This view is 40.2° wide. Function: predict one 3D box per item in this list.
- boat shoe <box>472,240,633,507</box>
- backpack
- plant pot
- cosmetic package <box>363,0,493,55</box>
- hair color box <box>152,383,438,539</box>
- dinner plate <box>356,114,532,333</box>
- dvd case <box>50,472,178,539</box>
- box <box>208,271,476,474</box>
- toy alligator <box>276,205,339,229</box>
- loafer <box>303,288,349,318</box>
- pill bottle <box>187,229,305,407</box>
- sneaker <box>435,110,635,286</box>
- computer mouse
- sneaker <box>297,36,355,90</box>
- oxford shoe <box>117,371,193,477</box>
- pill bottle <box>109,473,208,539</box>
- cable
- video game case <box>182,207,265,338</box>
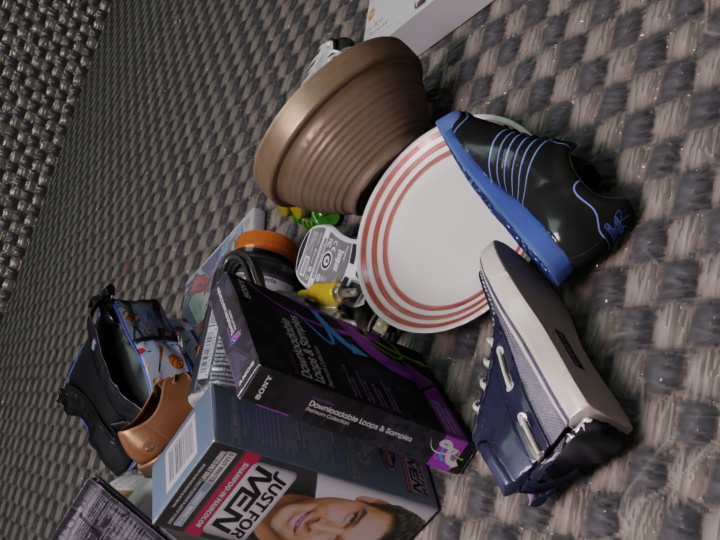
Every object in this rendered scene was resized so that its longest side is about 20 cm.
[{"bbox_3d":[0.106,0.068,0.690,0.093,0.075,0.200,-47,34,22],"label":"boat shoe"},{"bbox_3d":[-0.270,0.151,1.215,0.191,0.153,0.200,59,134,39],"label":"backpack"},{"bbox_3d":[0.001,-0.119,0.954,0.093,0.201,0.201,48,121,15],"label":"plant pot"},{"bbox_3d":[0.077,-0.290,1.032,0.200,0.050,0.083,-27,47,52],"label":"cosmetic package"},{"bbox_3d":[-0.050,0.169,0.765,0.099,0.199,0.061,-53,31,27],"label":"hair color box"},{"bbox_3d":[0.078,-0.039,0.839,0.200,0.024,0.201,-23,54,35],"label":"dinner plate"},{"bbox_3d":[-0.231,0.321,1.016,0.149,0.200,0.016,-54,-6,24],"label":"dvd case"},{"bbox_3d":[-0.016,0.079,0.770,0.036,0.199,0.143,-59,29,16],"label":"box"},{"bbox_3d":[-0.066,-0.075,1.137,0.200,0.059,0.055,15,124,63],"label":"toy alligator"},{"bbox_3d":[-0.047,0.081,0.972,0.072,0.063,0.200,-53,31,27],"label":"loafer"},{"bbox_3d":[-0.117,0.058,1.072,0.106,0.106,0.201,-27,47,52],"label":"pill bottle"},{"bbox_3d":[0.129,-0.073,0.751,0.078,0.070,0.200,-36,47,4],"label":"sneaker"},{"bbox_3d":[0.000,0.000,0.974,0.200,0.044,0.110,26,98,57],"label":"computer mouse"},{"bbox_3d":[-0.026,-0.231,1.146,0.200,0.075,0.116,-9,65,62],"label":"sneaker"},{"bbox_3d":[-0.191,0.138,1.114,0.071,0.071,0.200,-21,21,51],"label":"oxford shoe"},{"bbox_3d":[-0.249,0.292,1.131,0.200,0.114,0.115,-18,55,56],"label":"pill bottle"},{"bbox_3d":[-0.081,0.041,0.976,0.200,0.050,0.098,18,84,51],"label":"cable"},{"bbox_3d":[-0.186,0.041,1.297,0.200,0.023,0.183,-43,36,40],"label":"video game case"}]
